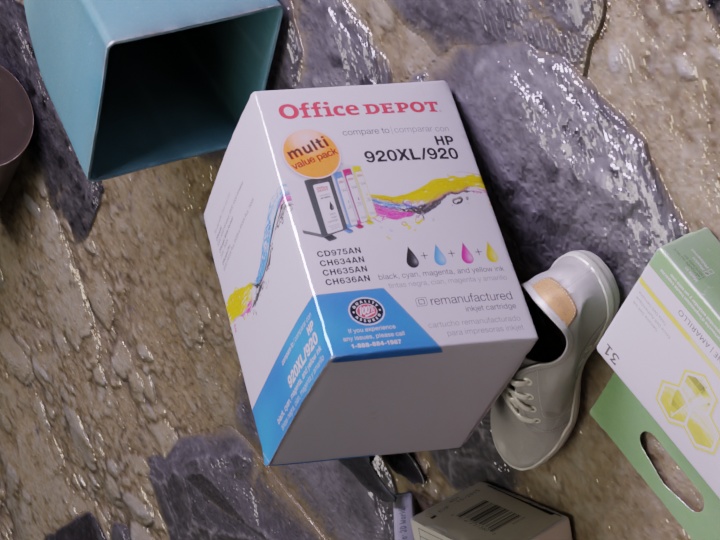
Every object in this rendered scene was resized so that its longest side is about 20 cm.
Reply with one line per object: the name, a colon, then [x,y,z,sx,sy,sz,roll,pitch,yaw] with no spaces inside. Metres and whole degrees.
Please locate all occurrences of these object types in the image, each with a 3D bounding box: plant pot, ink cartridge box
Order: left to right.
plant pot: [-0.174,-0.199,1.533,0.201,0.140,0.142,57,149,30]
ink cartridge box: [0.000,0.000,1.330,0.145,0.146,0.201,119,140,-52]
ink cartridge box: [0.200,0.091,1.232,0.146,0.048,0.201,52,144,22]

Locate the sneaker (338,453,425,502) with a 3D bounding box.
sneaker: [-0.019,0.074,1.549,0.104,0.060,0.202,16,128,54]

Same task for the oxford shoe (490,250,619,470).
oxford shoe: [0.112,0.064,1.340,0.075,0.057,0.201,48,146,24]

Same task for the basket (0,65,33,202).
basket: [-0.392,-0.107,1.938,0.200,0.135,0.182,-37,74,55]

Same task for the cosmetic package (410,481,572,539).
cosmetic package: [0.107,0.264,1.463,0.105,0.071,0.202,19,125,52]

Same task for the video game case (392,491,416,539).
video game case: [0.045,0.272,1.507,0.200,0.018,0.145,-92,-8,-69]
